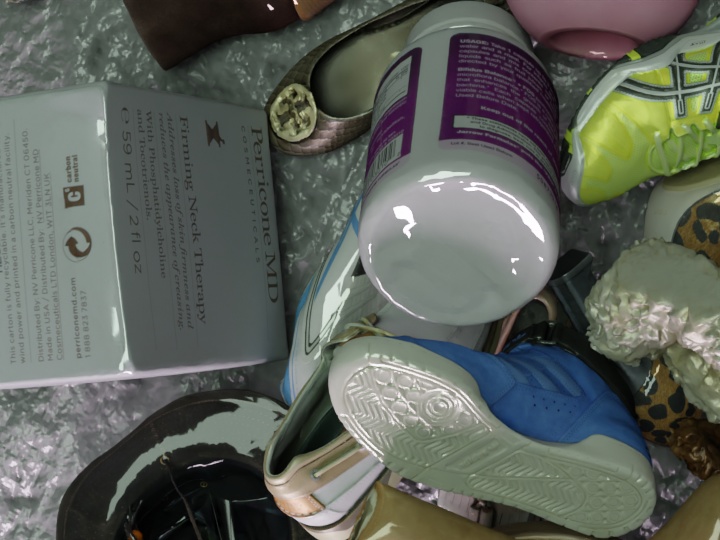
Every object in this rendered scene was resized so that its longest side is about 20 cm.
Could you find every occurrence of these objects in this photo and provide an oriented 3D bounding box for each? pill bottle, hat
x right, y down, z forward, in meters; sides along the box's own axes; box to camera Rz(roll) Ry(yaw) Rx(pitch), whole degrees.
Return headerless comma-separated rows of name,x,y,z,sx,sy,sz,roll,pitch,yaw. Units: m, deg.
pill bottle,0.060,-0.070,1.090,0.111,0.201,0.113,3,128,4
hat,-0.089,0.179,1.193,0.199,0.081,0.202,-5,71,15

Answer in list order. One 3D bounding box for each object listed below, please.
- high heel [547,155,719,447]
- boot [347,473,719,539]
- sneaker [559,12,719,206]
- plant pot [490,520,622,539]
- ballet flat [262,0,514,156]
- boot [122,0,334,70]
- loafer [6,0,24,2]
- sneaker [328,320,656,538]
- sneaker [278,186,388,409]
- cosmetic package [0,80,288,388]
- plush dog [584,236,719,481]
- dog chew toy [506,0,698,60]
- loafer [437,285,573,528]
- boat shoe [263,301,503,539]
high heel,0.221,0.008,1.139,0.199,0.071,0.143,-34,107,-4
boot,0.096,0.158,1.019,0.199,0.066,0.176,20,105,-1
sneaker,0.204,-0.097,1.095,0.199,0.076,0.077,-35,51,-2
plant pot,0.104,0.234,1.117,0.199,0.093,0.203,0,103,2
ballet flat,0.020,-0.136,1.196,0.199,0.046,0.068,-28,80,14
boot,-0.098,-0.240,1.198,0.165,0.072,0.201,-20,107,16
loafer,-0.192,-0.241,1.217,0.200,0.071,0.063,-49,34,35
sneaker,0.073,0.069,1.068,0.199,0.112,0.077,22,122,-12
sneaker,0.000,0.000,1.190,0.072,0.072,0.201,18,85,49
cosmetic package,-0.165,-0.016,1.158,0.165,0.200,0.169,-7,87,24
plush dog,0.248,0.048,1.058,0.199,0.172,0.161,-32,51,2
dog chew toy,0.149,-0.231,1.128,0.123,0.124,0.202,4,81,17
loafer,0.085,0.102,1.158,0.071,0.063,0.202,16,92,16
boat shoe,0.016,0.063,1.121,0.074,0.068,0.201,19,71,42
